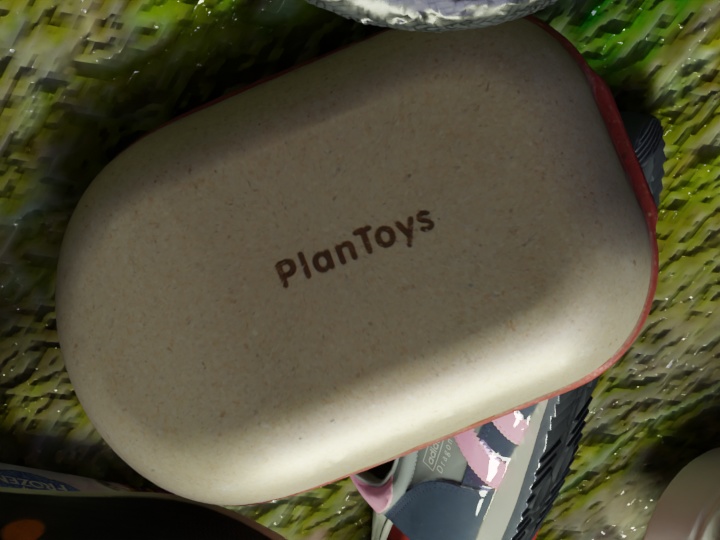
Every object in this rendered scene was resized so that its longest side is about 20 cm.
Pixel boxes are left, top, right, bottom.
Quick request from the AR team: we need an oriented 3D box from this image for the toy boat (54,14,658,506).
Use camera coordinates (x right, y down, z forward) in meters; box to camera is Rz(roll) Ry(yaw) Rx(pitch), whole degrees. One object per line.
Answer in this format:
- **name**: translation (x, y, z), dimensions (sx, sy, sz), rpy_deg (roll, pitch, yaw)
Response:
- **toy boat**: translation (0.000, 0.000, 0.872), dimensions (0.200, 0.131, 0.131), rpy_deg (-21, 172, 7)

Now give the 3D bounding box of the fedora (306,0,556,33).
- **fedora**: translation (0.028, -0.125, 0.720), dimensions (0.200, 0.092, 0.201), rpy_deg (-10, 143, -7)

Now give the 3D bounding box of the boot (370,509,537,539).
- **boot**: translation (0.042, 0.162, 1.053), dimensions (0.072, 0.144, 0.200), rpy_deg (3, 138, -21)

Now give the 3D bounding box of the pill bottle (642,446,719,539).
- **pill bottle**: translation (0.211, 0.137, 1.027), dimensions (0.114, 0.200, 0.114), rpy_deg (-9, 105, -36)

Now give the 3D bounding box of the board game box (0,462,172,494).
- **board game box**: translation (-0.177, 0.166, 0.992), dimensions (0.200, 0.041, 0.200), rpy_deg (13, 107, -33)

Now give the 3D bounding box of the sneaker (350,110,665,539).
- **sneaker**: translation (0.047, 0.021, 0.943), dimensions (0.070, 0.082, 0.200), rpy_deg (-37, 150, -57)

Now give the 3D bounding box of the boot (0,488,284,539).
- **boot**: translation (-0.092, 0.152, 0.900), dimensions (0.200, 0.072, 0.144), rpy_deg (6, 121, 22)
